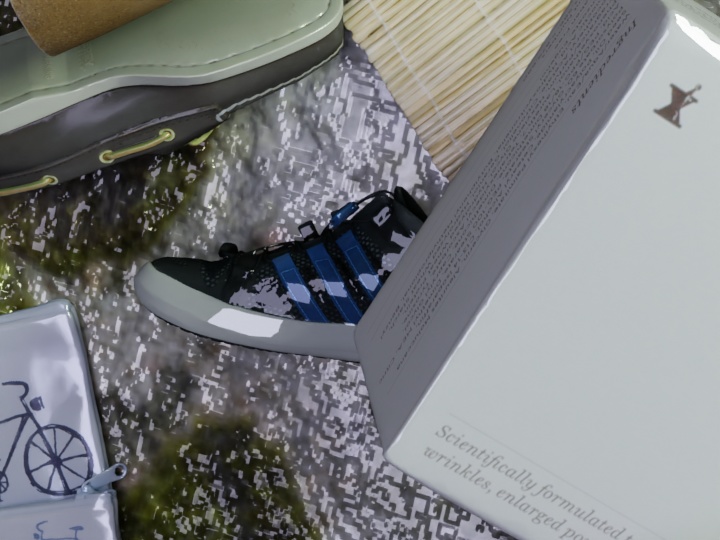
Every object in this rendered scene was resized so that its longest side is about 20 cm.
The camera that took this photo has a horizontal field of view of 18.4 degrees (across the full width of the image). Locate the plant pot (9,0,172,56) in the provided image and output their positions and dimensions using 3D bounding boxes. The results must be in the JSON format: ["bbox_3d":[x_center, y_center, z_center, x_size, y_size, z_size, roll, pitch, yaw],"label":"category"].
[{"bbox_3d":[-0.067,-0.211,0.948,0.198,0.186,0.188,-17,89,3],"label":"plant pot"}]

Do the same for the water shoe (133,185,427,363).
[{"bbox_3d":[0.000,0.000,0.988,0.198,0.071,0.080,9,94,6],"label":"water shoe"}]

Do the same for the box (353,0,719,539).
[{"bbox_3d":[0.132,0.017,0.876,0.198,0.131,0.201,31,103,-14],"label":"box"}]

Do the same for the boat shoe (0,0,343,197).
[{"bbox_3d":[-0.098,-0.086,1.015,0.199,0.061,0.072,-14,46,9],"label":"boat shoe"}]

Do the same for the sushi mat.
[{"bbox_3d":[0.091,-0.135,0.976,0.199,0.012,0.096,-37,82,16],"label":"sushi mat"}]

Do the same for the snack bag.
[{"bbox_3d":[-0.199,0.121,1.080,0.187,0.021,0.202,-10,91,18],"label":"snack bag"}]
